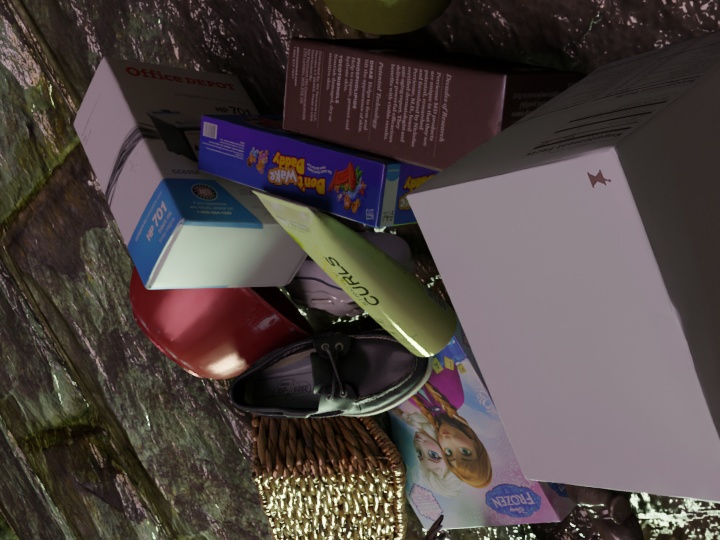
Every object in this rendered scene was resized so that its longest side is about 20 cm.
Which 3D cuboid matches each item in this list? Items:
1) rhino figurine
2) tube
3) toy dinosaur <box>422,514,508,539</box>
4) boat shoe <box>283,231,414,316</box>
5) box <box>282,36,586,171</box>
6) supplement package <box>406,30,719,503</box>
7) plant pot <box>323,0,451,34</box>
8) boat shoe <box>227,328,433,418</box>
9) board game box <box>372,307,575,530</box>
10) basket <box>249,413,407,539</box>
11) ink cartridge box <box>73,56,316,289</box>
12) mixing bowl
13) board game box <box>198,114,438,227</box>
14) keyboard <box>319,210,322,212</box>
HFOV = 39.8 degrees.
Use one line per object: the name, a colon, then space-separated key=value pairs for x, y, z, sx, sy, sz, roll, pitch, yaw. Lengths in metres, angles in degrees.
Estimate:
rhino figurine: x=0.191 y=0.161 z=0.790 sx=0.087 sy=0.059 sz=0.202 roll=18 pitch=133 yaw=66
tube: x=0.000 y=0.000 z=0.770 sx=0.058 sy=0.052 sz=0.200 roll=-25 pitch=134 yaw=27
toy dinosaur: x=0.119 y=0.277 z=0.908 sx=0.135 sy=0.199 sz=0.087 roll=18 pitch=93 yaw=40
boat shoe: x=-0.015 y=0.010 z=0.912 sx=0.199 sy=0.072 sz=0.066 roll=1 pitch=122 yaw=50
box: x=0.046 y=-0.118 z=0.701 sx=0.199 sy=0.099 sz=0.076 roll=22 pitch=113 yaw=39
supplement package: x=0.168 y=-0.010 z=0.567 sx=0.146 sy=0.199 sz=0.193 roll=-7 pitch=111 yaw=51
plant pot: x=0.016 y=-0.252 z=0.605 sx=0.187 sy=0.187 sz=0.201 roll=37 pitch=156 yaw=24
boat shoe: x=-0.034 y=0.093 z=0.876 sx=0.197 sy=0.066 sz=0.076 roll=-8 pitch=81 yaw=30
board game box: x=0.081 y=0.144 z=0.924 sx=0.199 sy=0.041 sz=0.201 roll=-26 pitch=96 yaw=54
basket: x=-0.028 y=0.185 z=1.025 sx=0.201 sy=0.147 sz=0.144 roll=83 pitch=-177 yaw=-52
ink cartridge box: x=-0.144 y=-0.084 z=0.868 sx=0.086 sy=0.145 sz=0.201 roll=-53 pitch=53 yaw=35
mixing bowl: x=-0.151 y=0.032 z=0.971 sx=0.200 sy=0.109 sz=0.200 roll=43 pitch=180 yaw=0
board game box: x=-0.013 y=-0.083 z=0.776 sx=0.199 sy=0.134 sz=0.045 roll=20 pitch=110 yaw=40
keyboard: x=-0.019 y=-0.057 z=0.878 sx=0.199 sy=0.056 sz=0.011 roll=3 pitch=94 yaw=49
